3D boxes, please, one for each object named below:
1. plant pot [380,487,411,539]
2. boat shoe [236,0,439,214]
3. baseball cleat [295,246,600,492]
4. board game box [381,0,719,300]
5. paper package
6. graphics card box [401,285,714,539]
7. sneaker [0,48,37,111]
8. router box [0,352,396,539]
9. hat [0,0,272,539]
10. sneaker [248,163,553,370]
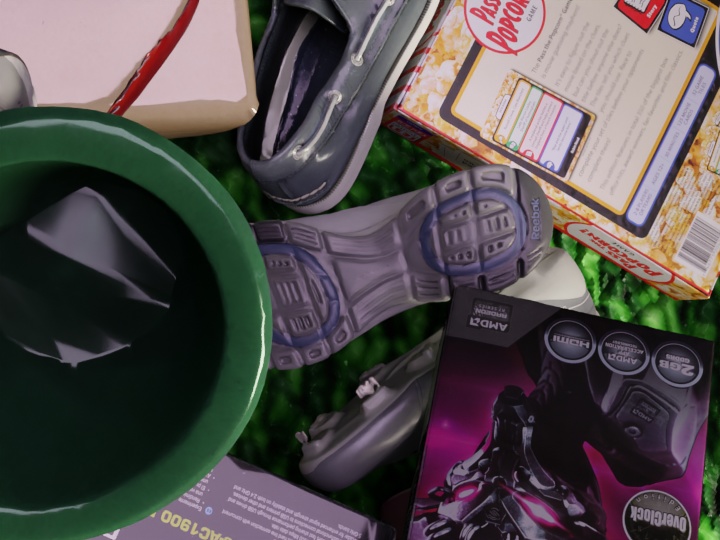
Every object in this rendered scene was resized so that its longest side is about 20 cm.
[{"bbox_3d":[0.091,0.185,0.760,0.197,0.200,0.181,-10,74,-14],"label":"plant pot"},{"bbox_3d":[-0.010,-0.130,0.792,0.072,0.062,0.202,17,87,32],"label":"boat shoe"},{"bbox_3d":[0.061,0.068,0.789,0.199,0.070,0.107,-38,98,-30],"label":"baseball cleat"},{"bbox_3d":[0.129,-0.099,0.846,0.199,0.046,0.153,30,81,-10],"label":"board game box"},{"bbox_3d":[-0.155,-0.155,0.752,0.197,0.103,0.193,-3,88,-15],"label":"paper package"},{"bbox_3d":[0.080,0.111,0.676,0.124,0.051,0.202,12,56,3],"label":"graphics card box"},{"bbox_3d":[-0.182,-0.011,0.686,0.075,0.201,0.093,3,52,-23],"label":"sneaker"},{"bbox_3d":[-0.097,0.103,0.728,0.198,0.150,0.063,25,81,-11],"label":"router box"},{"bbox_3d":[-0.116,-0.006,0.662,0.198,0.176,0.167,-27,108,2],"label":"hat"},{"bbox_3d":[0.000,0.000,0.799,0.197,0.087,0.076,-13,93,5],"label":"sneaker"}]
